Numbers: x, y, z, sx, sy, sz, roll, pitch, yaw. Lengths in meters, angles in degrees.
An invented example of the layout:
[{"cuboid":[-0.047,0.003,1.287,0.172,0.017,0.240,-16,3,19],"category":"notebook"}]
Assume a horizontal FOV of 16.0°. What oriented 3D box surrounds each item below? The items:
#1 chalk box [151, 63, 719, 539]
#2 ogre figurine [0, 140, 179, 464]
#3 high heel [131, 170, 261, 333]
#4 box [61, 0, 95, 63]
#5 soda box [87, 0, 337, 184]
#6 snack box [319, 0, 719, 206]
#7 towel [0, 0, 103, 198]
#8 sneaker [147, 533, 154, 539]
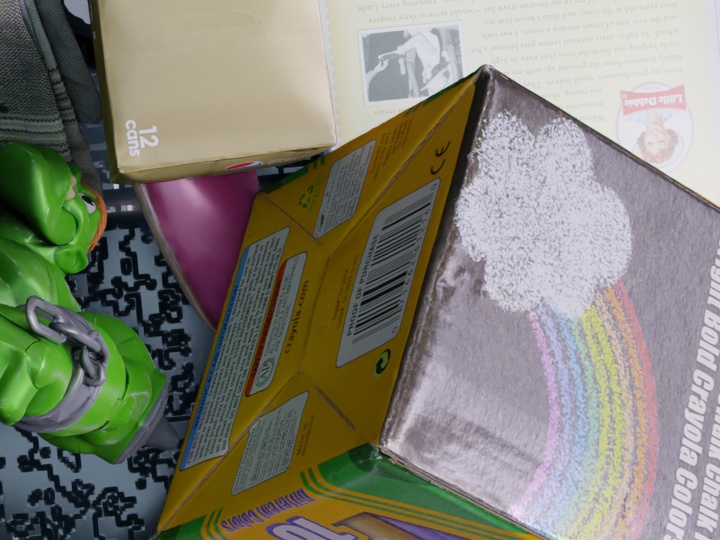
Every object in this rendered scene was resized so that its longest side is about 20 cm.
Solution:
[{"cuboid":[0.064,0.054,0.746,0.199,0.124,0.125,30,59,-24],"category":"chalk box"},{"cuboid":[-0.130,0.000,0.729,0.199,0.120,0.099,7,73,32],"category":"ogre figurine"},{"cuboid":[0.000,0.000,0.818,0.096,0.068,0.200,-30,120,5],"category":"high heel"},{"cuboid":[-0.142,-0.165,0.810,0.199,0.107,0.149,18,88,-6],"category":"box"},{"cuboid":[-0.053,-0.128,0.731,0.064,0.068,0.202,-8,91,-7],"category":"soda box"},{"cuboid":[0.083,-0.070,0.865,0.198,0.037,0.117,-6,92,-5],"category":"snack box"},{"cuboid":[-0.179,-0.087,0.756,0.199,0.193,0.035,7,53,14],"category":"towel"},{"cuboid":[-0.088,0.143,0.843,0.200,0.073,0.071,-43,69,-4],"category":"sneaker"}]
